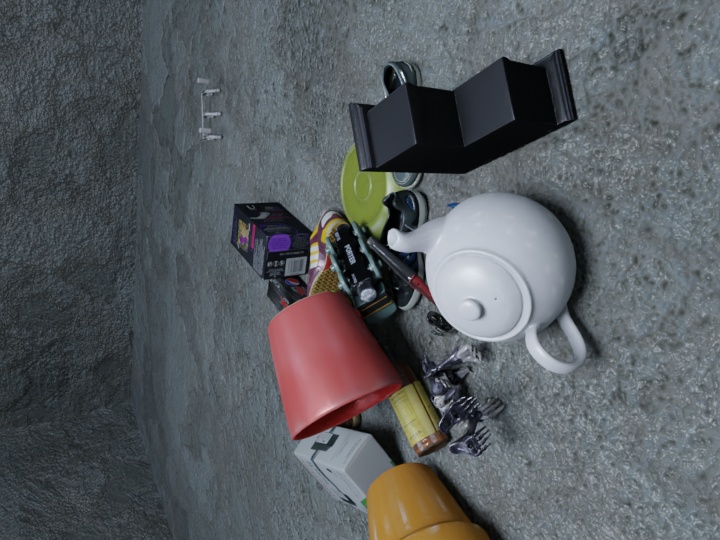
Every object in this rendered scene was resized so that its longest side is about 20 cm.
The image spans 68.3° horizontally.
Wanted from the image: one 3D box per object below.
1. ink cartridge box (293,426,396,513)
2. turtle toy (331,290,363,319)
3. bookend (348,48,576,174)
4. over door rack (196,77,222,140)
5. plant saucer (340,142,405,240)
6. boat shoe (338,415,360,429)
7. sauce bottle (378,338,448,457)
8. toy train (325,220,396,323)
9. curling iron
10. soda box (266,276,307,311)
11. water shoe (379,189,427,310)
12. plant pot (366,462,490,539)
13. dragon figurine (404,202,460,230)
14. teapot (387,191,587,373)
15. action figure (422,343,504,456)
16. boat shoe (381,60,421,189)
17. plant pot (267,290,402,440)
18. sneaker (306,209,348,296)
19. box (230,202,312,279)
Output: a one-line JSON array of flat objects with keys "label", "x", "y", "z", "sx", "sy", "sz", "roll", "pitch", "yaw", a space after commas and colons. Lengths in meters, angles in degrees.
[{"label": "ink cartridge box", "x": -0.019, "y": 0.375, "z": 1.004, "sx": 0.147, "sy": 0.083, "sz": 0.199, "roll": 52, "pitch": 150, "yaw": -16}, {"label": "turtle toy", "x": -0.036, "y": 0.125, "z": 1.032, "sx": 0.202, "sy": 0.100, "sz": 0.147, "roll": 61, "pitch": 138, "yaw": 31}, {"label": "bookend", "x": 0.121, "y": -0.198, "z": 0.667, "sx": 0.198, "sy": 0.197, "sz": 0.094, "roll": -19, "pitch": 80, "yaw": 56}, {"label": "over door rack", "x": -0.446, "y": -0.470, "z": 1.576, "sx": 0.200, "sy": 0.065, "sz": 0.151, "roll": -152, "pitch": 61, "yaw": -74}, {"label": "plant saucer", "x": 0.014, "y": -0.157, "z": 0.982, "sx": 0.199, "sy": 0.031, "sz": 0.205, "roll": 11, "pitch": 104, "yaw": 54}, {"label": "boat shoe", "x": -0.078, "y": 0.316, "z": 1.150, "sx": 0.199, "sy": 0.067, "sz": 0.074, "roll": -25, "pitch": 74, "yaw": 55}, {"label": "sauce bottle", "x": 0.080, "y": 0.211, "z": 0.908, "sx": 0.066, "sy": 0.065, "sz": 0.202, "roll": -58, "pitch": 47, "yaw": 42}, {"label": "toy train", "x": 0.000, "y": 0.000, "z": 0.941, "sx": 0.115, "sy": 0.084, "sz": 0.201, "roll": 57, "pitch": -174, "yaw": -39}, {"label": "curling iron", "x": 0.081, "y": 0.023, "z": 0.832, "sx": 0.201, "sy": 0.049, "sz": 0.026, "roll": 50, "pitch": 152, "yaw": 4}, {"label": "soda box", "x": -0.146, "y": 0.075, "z": 1.222, "sx": 0.200, "sy": 0.062, "sz": 0.072, "roll": 43, "pitch": 129, "yaw": 46}, {"label": "water shoe", "x": 0.060, "y": -0.032, "z": 0.887, "sx": 0.071, "sy": 0.078, "sz": 0.204, "roll": 18, "pitch": 109, "yaw": 53}, {"label": "plant pot", "x": 0.091, "y": 0.415, "z": 0.823, "sx": 0.184, "sy": 0.196, "sz": 0.203, "roll": -118, "pitch": 38, "yaw": -53}, {"label": "dragon figurine", "x": 0.155, "y": -0.065, "z": 0.757, "sx": 0.199, "sy": 0.058, "sz": 0.101, "roll": 33, "pitch": 119, "yaw": 44}, {"label": "teapot", "x": 0.159, "y": 0.015, "z": 0.638, "sx": 0.197, "sy": 0.146, "sz": 0.201, "roll": -2, "pitch": 117, "yaw": 34}, {"label": "action figure", "x": 0.148, "y": 0.178, "z": 0.768, "sx": 0.120, "sy": 0.101, "sz": 0.200, "roll": 60, "pitch": -171, "yaw": -11}, {"label": "boat shoe", "x": 0.061, "y": -0.235, "z": 0.861, "sx": 0.072, "sy": 0.061, "sz": 0.205, "roll": 3, "pitch": 96, "yaw": 38}, {"label": "plant pot", "x": -0.053, "y": 0.144, "z": 0.850, "sx": 0.201, "sy": 0.198, "sz": 0.180, "roll": -48, "pitch": 62, "yaw": 47}, {"label": "sneaker", "x": -0.072, "y": -0.026, "z": 1.101, "sx": 0.090, "sy": 0.074, "sz": 0.203, "roll": 50, "pitch": 128, "yaw": 50}, {"label": "box", "x": -0.212, "y": -0.075, "z": 1.248, "sx": 0.200, "sy": 0.120, "sz": 0.108, "roll": 41, "pitch": 128, "yaw": 46}]
